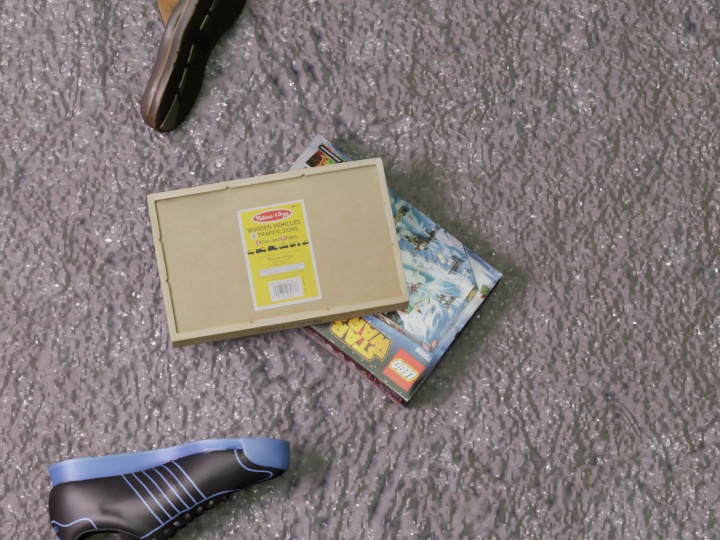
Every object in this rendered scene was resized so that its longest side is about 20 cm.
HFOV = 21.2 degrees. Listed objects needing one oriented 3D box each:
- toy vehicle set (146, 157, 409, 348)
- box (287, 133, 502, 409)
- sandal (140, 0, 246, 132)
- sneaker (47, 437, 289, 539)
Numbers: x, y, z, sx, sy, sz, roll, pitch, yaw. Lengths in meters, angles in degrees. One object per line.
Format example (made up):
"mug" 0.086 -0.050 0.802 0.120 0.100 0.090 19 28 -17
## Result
"toy vehicle set" -0.068 -0.015 1.572 0.198 0.027 0.126 -9 76 -5
"box" 0.000 0.000 1.606 0.199 0.040 0.137 38 76 6
"sandal" -0.148 -0.214 1.644 0.054 0.082 0.202 18 81 23
"sneaker" -0.150 0.181 1.539 0.198 0.070 0.079 -8 79 1
